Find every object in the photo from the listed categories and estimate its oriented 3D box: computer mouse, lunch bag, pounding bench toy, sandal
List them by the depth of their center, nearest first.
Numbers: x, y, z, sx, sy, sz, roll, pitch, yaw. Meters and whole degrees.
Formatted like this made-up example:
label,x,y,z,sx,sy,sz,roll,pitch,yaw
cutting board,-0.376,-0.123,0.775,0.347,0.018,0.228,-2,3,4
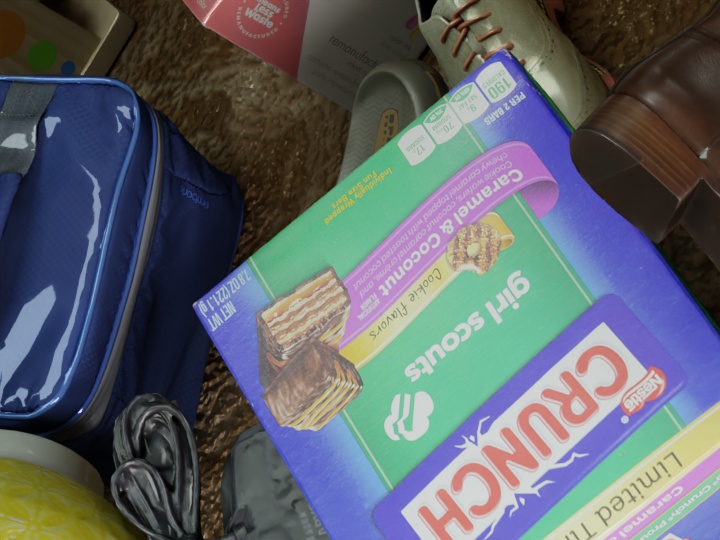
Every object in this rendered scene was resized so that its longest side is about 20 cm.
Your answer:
label,x,y,z,sx,sy,sz,roll,pitch,yaw
computer mouse,-0.004,0.088,1.112,0.199,0.053,0.139,-24,59,14
sandal,0.000,0.000,1.172,0.082,0.054,0.201,1,82,50
lunch bag,-0.156,0.009,1.269,0.135,0.132,0.201,0,68,29
pounding bench toy,-0.259,-0.107,1.460,0.200,0.156,0.124,-58,38,6

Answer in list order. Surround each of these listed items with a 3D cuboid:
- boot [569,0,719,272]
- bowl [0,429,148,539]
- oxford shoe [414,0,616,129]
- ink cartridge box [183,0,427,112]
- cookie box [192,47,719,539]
label,x,y,z,sx,sy,sz,roll,pitch,yaw
boot,0.203,-0.058,0.979,0.200,0.186,0.064,-45,-2,-23
bowl,-0.166,0.138,1.185,0.200,0.200,0.108,-23,45,39
oxford shoe,0.061,-0.088,1.153,0.071,0.074,0.200,-45,41,20
ink cartridge box,0.012,-0.185,1.233,0.200,0.116,0.068,-54,40,11
cookie box,0.054,0.044,1.025,0.171,0.075,0.200,-39,56,8
